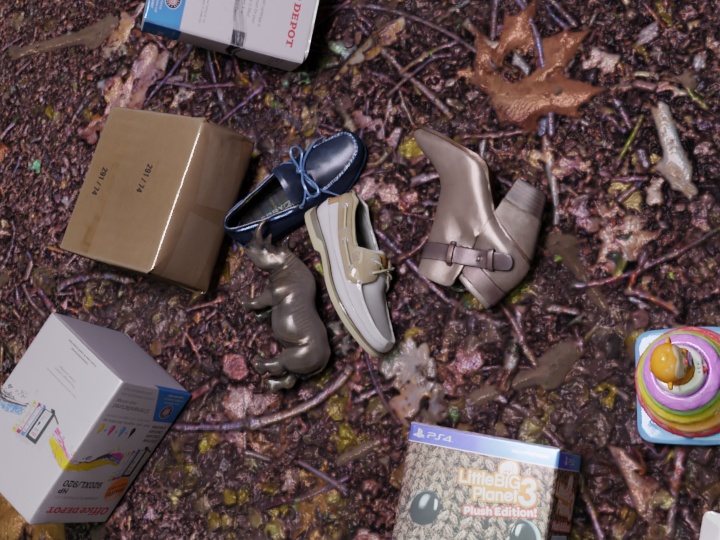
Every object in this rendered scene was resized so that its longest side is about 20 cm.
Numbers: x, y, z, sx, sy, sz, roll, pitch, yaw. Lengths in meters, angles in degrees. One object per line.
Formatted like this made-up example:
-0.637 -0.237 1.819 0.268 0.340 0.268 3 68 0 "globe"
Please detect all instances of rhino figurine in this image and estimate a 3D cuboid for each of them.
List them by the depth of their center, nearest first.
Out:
-0.090 0.036 1.192 0.087 0.060 0.201 -17 79 14 "rhino figurine"

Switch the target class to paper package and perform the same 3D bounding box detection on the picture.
-0.254 -0.092 1.270 0.190 0.103 0.201 13 83 37 "paper package"

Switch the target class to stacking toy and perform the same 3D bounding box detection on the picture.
0.295 0.094 0.932 0.109 0.200 0.117 -4 75 24 "stacking toy"

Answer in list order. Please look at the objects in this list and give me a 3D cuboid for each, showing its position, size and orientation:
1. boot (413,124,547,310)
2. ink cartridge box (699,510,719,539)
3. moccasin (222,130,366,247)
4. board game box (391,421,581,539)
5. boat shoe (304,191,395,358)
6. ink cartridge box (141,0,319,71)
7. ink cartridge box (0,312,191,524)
0.107 -0.056 1.129 0.200 0.070 0.147 33 95 28 "boot"
0.347 0.331 0.925 0.116 0.067 0.201 9 82 26 "ink cartridge box"
-0.078 -0.094 1.221 0.200 0.068 0.081 -42 64 10 "moccasin"
0.122 0.268 1.026 0.158 0.097 0.201 6 80 25 "board game box"
0.000 0.000 1.160 0.068 0.075 0.201 -30 68 17 "boat shoe"
-0.154 -0.341 1.242 0.199 0.084 0.146 13 89 -15 "ink cartridge box"
-0.340 0.183 1.230 0.144 0.147 0.201 37 94 27 "ink cartridge box"
